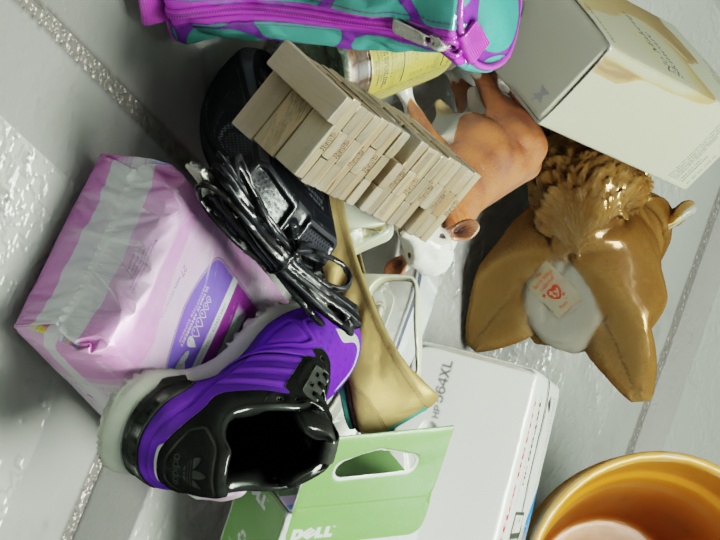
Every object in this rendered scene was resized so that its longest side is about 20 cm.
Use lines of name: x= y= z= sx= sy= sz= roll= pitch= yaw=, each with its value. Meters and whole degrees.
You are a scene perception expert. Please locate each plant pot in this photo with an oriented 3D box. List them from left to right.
plant pot: x=0.193 y=0.236 z=1.955 sx=0.183 sy=0.199 sz=0.201 roll=147 pitch=-40 yaw=-78

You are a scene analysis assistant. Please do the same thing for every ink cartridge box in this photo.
ink cartridge box: x=-0.025 y=0.164 z=1.622 sx=0.103 sy=0.059 sz=0.201 roll=-2 pitch=123 yaw=-33
ink cartridge box: x=0.070 y=0.131 z=1.779 sx=0.200 sy=0.084 sz=0.147 roll=30 pitch=74 yaw=-81

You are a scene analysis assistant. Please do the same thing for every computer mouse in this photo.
computer mouse: x=-0.060 y=-0.053 z=1.534 sx=0.139 sy=0.053 sz=0.200 roll=50 pitch=19 yaw=-31

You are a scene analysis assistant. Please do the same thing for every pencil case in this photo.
pencil case: x=-0.015 y=-0.159 z=1.489 sx=0.093 sy=0.199 sz=0.085 roll=-64 pitch=151 yaw=-42

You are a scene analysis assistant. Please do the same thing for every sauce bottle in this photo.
sauce bottle: x=0.028 y=-0.143 z=1.619 sx=0.200 sy=0.065 sz=0.065 roll=-26 pitch=121 yaw=-51

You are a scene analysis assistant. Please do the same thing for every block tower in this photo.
block tower: x=-0.001 y=-0.069 z=1.520 sx=0.058 sy=0.054 sz=0.200 roll=-50 pitch=155 yaw=6

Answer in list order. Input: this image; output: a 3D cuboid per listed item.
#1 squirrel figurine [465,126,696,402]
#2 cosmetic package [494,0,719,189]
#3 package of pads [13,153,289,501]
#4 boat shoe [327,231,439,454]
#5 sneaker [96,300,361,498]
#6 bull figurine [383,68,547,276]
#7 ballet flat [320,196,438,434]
squirrel figurine: x=0.174 y=-0.034 z=1.913 sx=0.187 sy=0.141 sz=0.201 roll=-39 pitch=135 yaw=-55
cosmetic package: x=0.163 y=-0.130 z=1.766 sx=0.071 sy=0.105 sz=0.200 roll=-46 pitch=149 yaw=17
package of pads: x=-0.107 y=0.036 z=1.523 sx=0.121 sy=0.075 sz=0.200 roll=-63 pitch=146 yaw=-19
boat shoe: x=-0.008 y=0.036 z=1.697 sx=0.070 sy=0.071 sz=0.201 roll=36 pitch=58 yaw=-29
sneaker: x=-0.045 y=0.079 z=1.469 sx=0.200 sy=0.099 sz=0.070 roll=-27 pitch=128 yaw=-49
bull figurine: x=0.051 y=-0.073 z=1.716 sx=0.122 sy=0.065 sz=0.200 roll=61 pitch=35 yaw=-5
ballet flat: x=0.000 y=0.000 z=1.621 sx=0.069 sy=0.063 sz=0.201 roll=53 pitch=21 yaw=-76
